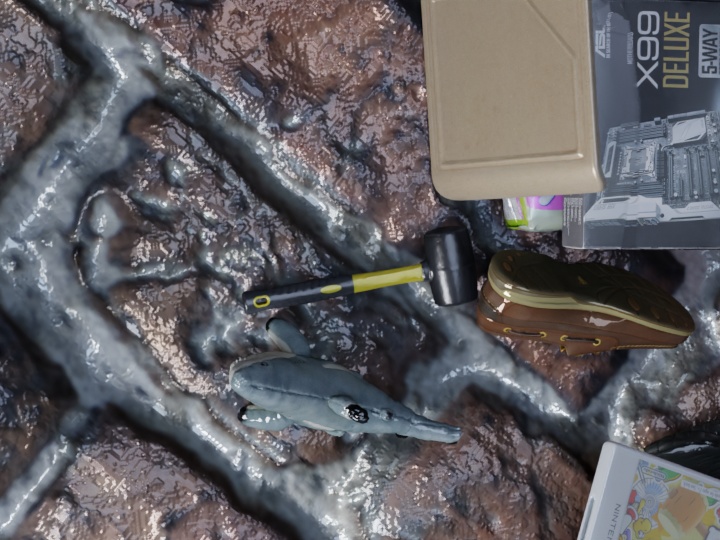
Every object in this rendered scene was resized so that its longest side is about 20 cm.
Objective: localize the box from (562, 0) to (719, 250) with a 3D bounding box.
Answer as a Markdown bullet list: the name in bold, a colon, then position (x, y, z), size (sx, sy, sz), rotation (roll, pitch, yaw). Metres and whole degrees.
- **box**: position (0.245, -0.118, 1.267), size (0.156, 0.050, 0.202), rotation (0, 93, -15)

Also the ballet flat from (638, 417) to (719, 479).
- **ballet flat**: position (0.320, 0.152, 1.372), size (0.198, 0.057, 0.067), rotation (-18, 124, -6)

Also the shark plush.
- **shark plush**: position (-0.018, 0.118, 1.269), size (0.199, 0.083, 0.091), rotation (30, 86, -12)

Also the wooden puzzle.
- **wooden puzzle**: position (0.121, -0.159, 1.248), size (0.037, 0.184, 0.202), rotation (-12, 97, -39)

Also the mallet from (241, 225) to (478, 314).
- **mallet**: position (0.000, 0.000, 1.294), size (0.198, 0.041, 0.067), rotation (-3, 97, -9)

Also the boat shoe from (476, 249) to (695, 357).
- **boat shoe**: position (0.189, 0.036, 1.327), size (0.198, 0.072, 0.068), rotation (11, 123, -21)

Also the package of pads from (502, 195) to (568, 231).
- **package of pads**: position (0.188, -0.136, 1.312), size (0.153, 0.068, 0.202), rotation (-4, 93, -14)

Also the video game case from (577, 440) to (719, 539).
- **video game case**: position (0.267, 0.260, 1.307), size (0.199, 0.023, 0.184), rotation (21, 80, -19)
